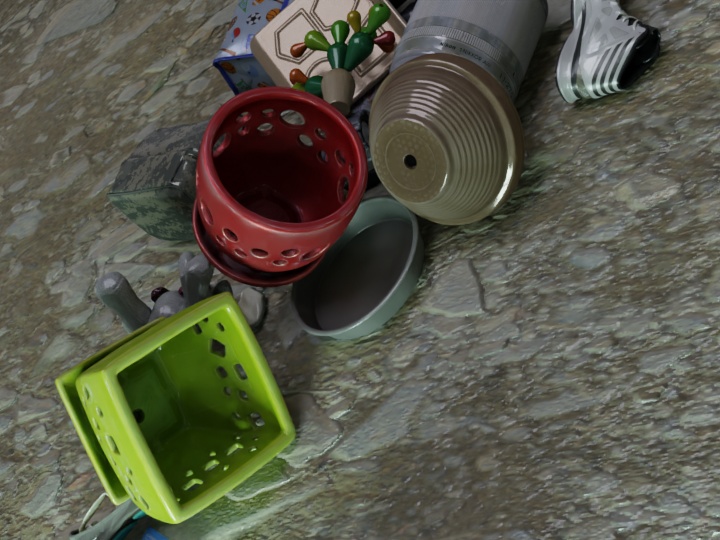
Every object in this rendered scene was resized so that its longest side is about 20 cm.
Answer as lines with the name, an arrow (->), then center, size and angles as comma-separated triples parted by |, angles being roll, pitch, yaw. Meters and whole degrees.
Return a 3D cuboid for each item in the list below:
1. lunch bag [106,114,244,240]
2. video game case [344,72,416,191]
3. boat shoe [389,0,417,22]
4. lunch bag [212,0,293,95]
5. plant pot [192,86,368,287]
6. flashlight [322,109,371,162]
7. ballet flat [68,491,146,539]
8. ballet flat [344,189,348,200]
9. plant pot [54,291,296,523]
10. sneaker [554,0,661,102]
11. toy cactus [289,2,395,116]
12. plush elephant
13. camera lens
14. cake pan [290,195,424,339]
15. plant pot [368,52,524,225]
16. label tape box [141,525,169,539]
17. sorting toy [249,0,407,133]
lunch bag -> -0.247, -0.145, 1.886 | 0.199, 0.139, 0.169 | -3, 57, 44
video game case -> 0.035, -0.197, 1.729 | 0.199, 0.025, 0.182 | -26, 42, 29
boat shoe -> 0.089, -0.381, 1.802 | 0.199, 0.063, 0.073 | -33, 40, 23
lunch bag -> -0.102, -0.356, 1.940 | 0.198, 0.124, 0.171 | -1, 57, 29
plant pot -> -0.103, -0.089, 1.551 | 0.183, 0.199, 0.202 | 113, 173, -59
flashlight -> -0.067, -0.150, 1.702 | 0.199, 0.069, 0.068 | -17, 8, 28
ballet flat -> -0.288, 0.291, 1.597 | 0.200, 0.067, 0.064 | -41, 78, 16
ballet flat -> -0.093, -0.054, 1.705 | 0.199, 0.068, 0.072 | -29, 0, 15
plant pot -> -0.228, 0.161, 1.508 | 0.199, 0.200, 0.181 | -32, 14, -38
sneaker -> 0.305, -0.288, 1.500 | 0.115, 0.076, 0.202 | 1, 67, 37
toy cactus -> -0.025, -0.263, 1.703 | 0.199, 0.102, 0.166 | -28, 42, 30
plush elephant -> -0.219, 0.047, 1.688 | 0.163, 0.201, 0.155 | -17, 23, 19
camera lens -> 0.132, -0.279, 1.584 | 0.159, 0.160, 0.201 | -1, 58, 46
cake pan -> 0.000, 0.000, 1.582 | 0.199, 0.037, 0.202 | -28, 42, 28
plant pot -> 0.080, -0.137, 1.469 | 0.200, 0.202, 0.093 | -14, 15, 39
label tape box -> -0.289, 0.400, 1.513 | 0.143, 0.066, 0.201 | 17, 73, 52
sorting toy -> -0.038, -0.316, 1.806 | 0.200, 0.036, 0.186 | -41, 68, 12
